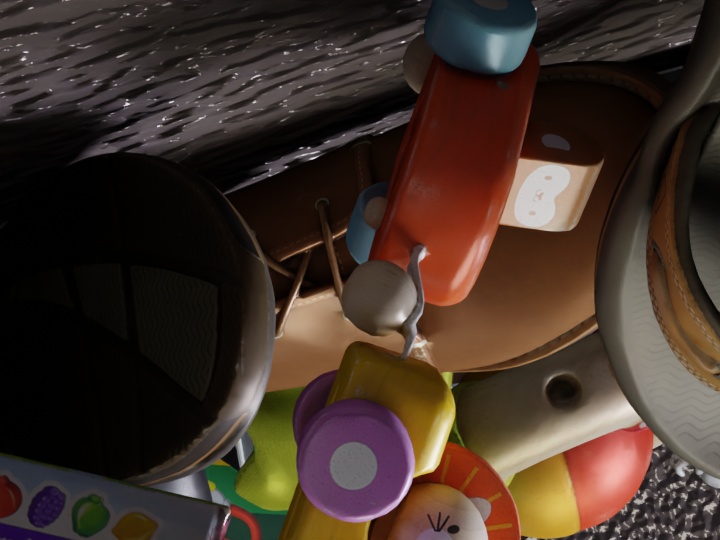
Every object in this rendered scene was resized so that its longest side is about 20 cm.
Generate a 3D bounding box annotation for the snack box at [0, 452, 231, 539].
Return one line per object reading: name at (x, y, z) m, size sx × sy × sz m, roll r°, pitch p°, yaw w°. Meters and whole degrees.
snack box at (-0.135, 0.060, 0.679) m, size 0.199 × 0.053 × 0.142 m, roll 14°, pitch 170°, yaw -4°

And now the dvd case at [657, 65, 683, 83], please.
dvd case at (0.098, -0.036, 0.900) m, size 0.150 × 0.025 × 0.200 m, roll -15°, pitch 173°, yaw -6°

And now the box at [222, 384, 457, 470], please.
box at (-0.056, 0.074, 1.189) m, size 0.193 × 0.048 × 0.200 m, roll -13°, pitch 179°, yaw 39°

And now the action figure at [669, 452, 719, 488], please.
action figure at (0.141, 0.044, 0.995) m, size 0.118 × 0.055 × 0.200 m, roll 7°, pitch 170°, yaw -16°

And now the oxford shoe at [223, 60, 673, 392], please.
oxford shoe at (0.000, 0.000, 0.761) m, size 0.199 × 0.072 × 0.071 m, roll -21°, pitch 176°, yaw 37°

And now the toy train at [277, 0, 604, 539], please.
toy train at (0.007, 0.046, 0.643) m, size 0.055 × 0.201 × 0.150 m, roll 19°, pitch -150°, yaw -3°

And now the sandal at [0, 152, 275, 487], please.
sandal at (-0.064, 0.023, 0.738) m, size 0.054 × 0.082 × 0.200 m, roll 10°, pitch 164°, yaw -26°

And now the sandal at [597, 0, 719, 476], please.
sandal at (0.098, -0.007, 0.635) m, size 0.081 × 0.055 × 0.200 m, roll 9°, pitch 143°, yaw -3°

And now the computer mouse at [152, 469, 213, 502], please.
computer mouse at (-0.075, 0.091, 0.861) m, size 0.058 × 0.034 × 0.200 m, roll 25°, pitch 146°, yaw 3°

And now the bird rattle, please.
bird rattle at (0.061, 0.037, 0.899) m, size 0.199 × 0.113 × 0.163 m, roll -31°, pitch 172°, yaw -6°

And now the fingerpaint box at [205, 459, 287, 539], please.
fingerpaint box at (-0.101, 0.107, 0.999) m, size 0.200 × 0.167 × 0.074 m, roll -30°, pitch -151°, yaw 60°

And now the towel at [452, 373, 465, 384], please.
towel at (-0.001, 0.027, 1.018) m, size 0.199 × 0.032 × 0.191 m, roll -11°, pitch 179°, yaw -27°
